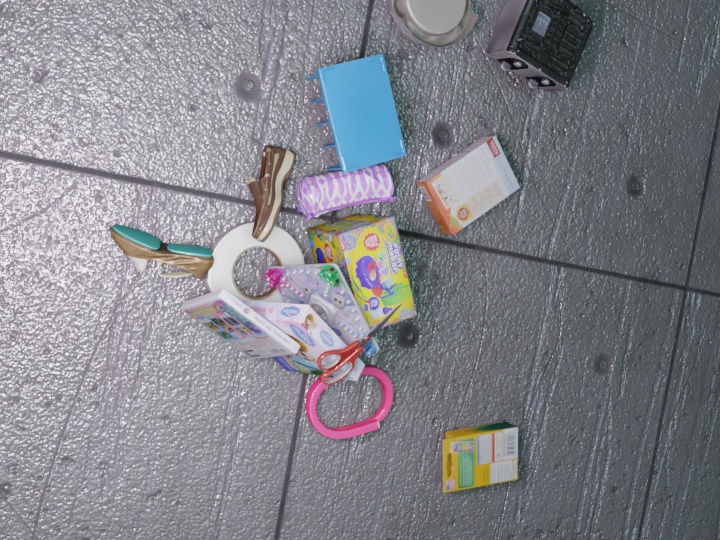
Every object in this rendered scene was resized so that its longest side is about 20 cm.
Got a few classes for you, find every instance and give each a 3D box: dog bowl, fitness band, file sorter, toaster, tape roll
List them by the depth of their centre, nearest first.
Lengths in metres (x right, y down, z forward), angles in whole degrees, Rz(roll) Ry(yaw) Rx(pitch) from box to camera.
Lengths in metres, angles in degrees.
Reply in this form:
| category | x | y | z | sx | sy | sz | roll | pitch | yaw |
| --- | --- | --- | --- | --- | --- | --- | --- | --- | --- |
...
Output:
| category | x | y | z | sx | sy | sz | roll | pitch | yaw |
| --- | --- | --- | --- | --- | --- | --- | --- | --- | --- |
| tape roll | -0.209 | 0.003 | 1.567 | 0.202 | 0.037 | 0.204 | -3 | 97 | -23 |
| file sorter | -0.016 | -0.308 | 1.571 | 0.138 | 0.123 | 0.201 | -18 | 102 | -20 |
| dog bowl | 0.150 | -0.566 | 1.650 | 0.199 | 0.059 | 0.201 | -2 | 96 | -23 |
| fitness band | -0.021 | 0.279 | 1.675 | 0.199 | 0.037 | 0.144 | -11 | 99 | -23 |
| toaster | 0.394 | -0.514 | 1.726 | 0.180 | 0.119 | 0.201 | 24 | 86 | -24 |

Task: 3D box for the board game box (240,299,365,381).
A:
| category | x | y | z | sx | sy | sz | roll | pitch | yaw |
| --- | --- | --- | --- | --- | --- | --- | --- | --- | --- |
| board game box | -0.122 | 0.132 | 1.501 | 0.200 | 0.199 | 0.041 | 49 | 56 | -37 |

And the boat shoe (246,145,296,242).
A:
| category | x | y | z | sx | sy | sz | roll | pitch | yaw |
| --- | --- | --- | --- | --- | --- | --- | --- | --- | --- |
| boat shoe | -0.188 | -0.153 | 1.529 | 0.075 | 0.075 | 0.203 | 21 | 62 | -16 |

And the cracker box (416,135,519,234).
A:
| category | x | y | z | sx | sy | sz | roll | pitch | yaw |
| --- | --- | --- | --- | --- | --- | --- | --- | --- | --- |
| cracker box | 0.237 | -0.187 | 1.726 | 0.200 | 0.058 | 0.134 | -34 | 108 | -15 |

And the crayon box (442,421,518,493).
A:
| category | x | y | z | sx | sy | sz | roll | pitch | yaw |
| --- | --- | --- | --- | --- | --- | --- | --- | --- | --- |
| crayon box | 0.264 | 0.425 | 1.802 | 0.199 | 0.052 | 0.127 | -3 | 97 | -23 |

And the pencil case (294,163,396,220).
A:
| category | x | y | z | sx | sy | sz | roll | pitch | yaw |
| --- | --- | --- | --- | --- | --- | --- | --- | --- | --- |
| pencil case | -0.031 | -0.161 | 1.598 | 0.199 | 0.084 | 0.086 | -15 | 68 | -20 |

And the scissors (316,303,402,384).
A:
| category | x | y | z | sx | sy | sz | roll | pitch | yaw |
| --- | --- | --- | --- | --- | --- | --- | --- | --- | --- |
| scissors | 0.005 | 0.136 | 1.449 | 0.200 | 0.014 | 0.073 | -34 | 124 | -10 |

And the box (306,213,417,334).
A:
| category | x | y | z | sx | sy | sz | roll | pitch | yaw |
| --- | --- | --- | --- | --- | --- | --- | --- | --- | --- |
| box | 0.000 | 0.000 | 1.570 | 0.121 | 0.192 | 0.201 | -18 | 102 | -21 |

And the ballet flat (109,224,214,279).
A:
| category | x | y | z | sx | sy | sz | roll | pitch | yaw |
| --- | --- | --- | --- | --- | --- | --- | --- | --- | --- |
| ballet flat | -0.377 | -0.026 | 1.478 | 0.199 | 0.068 | 0.073 | 15 | 110 | -17 |

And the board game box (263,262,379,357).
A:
| category | x | y | z | sx | sy | sz | roll | pitch | yaw |
| --- | --- | --- | --- | --- | --- | --- | --- | --- | --- |
| board game box | -0.079 | 0.079 | 1.505 | 0.026 | 0.199 | 0.201 | -44 | 118 | -37 |

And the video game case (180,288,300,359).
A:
| category | x | y | z | sx | sy | sz | roll | pitch | yaw |
| --- | --- | --- | --- | --- | --- | --- | --- | --- | --- |
| video game case | -0.229 | 0.105 | 1.482 | 0.182 | 0.200 | 0.024 | 39 | 63 | -21 |
